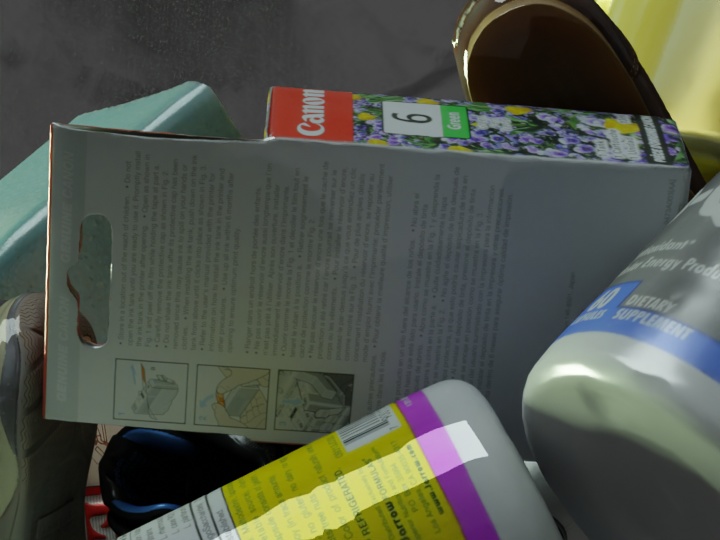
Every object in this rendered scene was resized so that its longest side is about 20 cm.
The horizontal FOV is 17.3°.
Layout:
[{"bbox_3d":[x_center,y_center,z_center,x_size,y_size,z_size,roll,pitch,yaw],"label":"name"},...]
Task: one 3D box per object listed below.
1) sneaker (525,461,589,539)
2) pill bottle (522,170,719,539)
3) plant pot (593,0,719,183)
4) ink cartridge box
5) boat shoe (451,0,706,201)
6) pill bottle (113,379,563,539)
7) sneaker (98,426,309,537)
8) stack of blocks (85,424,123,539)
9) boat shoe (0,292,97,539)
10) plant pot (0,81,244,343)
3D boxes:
[{"bbox_3d":[0.039,0.067,0.904,0.088,0.074,0.200,-30,13,-2],"label":"sneaker"},{"bbox_3d":[0.151,0.006,0.713,0.200,0.114,0.114,-44,17,-25],"label":"pill bottle"},{"bbox_3d":[0.169,-0.053,0.929,0.200,0.201,0.189,-17,27,42],"label":"plant pot"},{"bbox_3d":[0.000,0.000,0.767,0.199,0.109,0.050,5,25,-2],"label":"ink cartridge box"},{"bbox_3d":[0.092,-0.018,0.825,0.070,0.201,0.070,-22,21,5],"label":"boat shoe"},{"bbox_3d":[-0.034,0.119,0.717,0.199,0.105,0.104,-26,9,-3],"label":"pill bottle"},{"bbox_3d":[-0.055,0.087,0.857,0.200,0.112,0.073,-24,50,56],"label":"sneaker"},{"bbox_3d":[-0.143,0.093,0.942,0.115,0.059,0.200,-6,-19,-3],"label":"stack of blocks"},{"bbox_3d":[-0.136,0.103,0.809,0.073,0.201,0.074,9,7,19],"label":"boat shoe"},{"bbox_3d":[-0.133,0.053,1.130,0.200,0.197,0.196,-36,13,-22],"label":"plant pot"}]
